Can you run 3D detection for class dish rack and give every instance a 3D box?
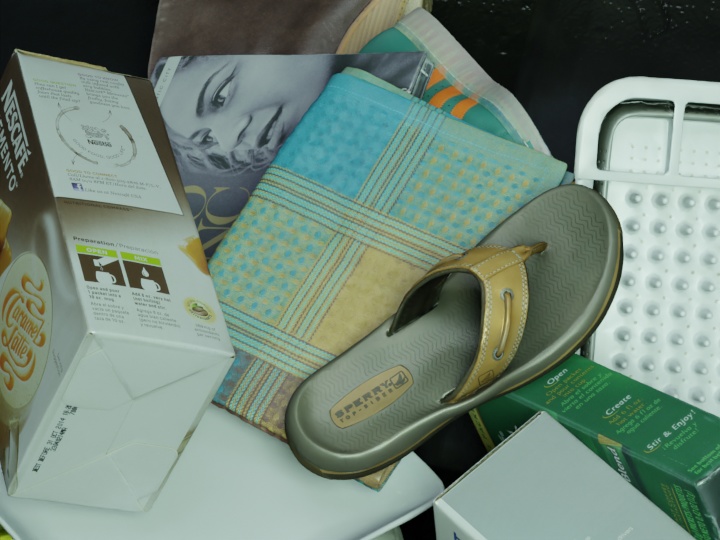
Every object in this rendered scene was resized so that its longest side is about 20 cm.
[{"bbox_3d":[0.190,0.003,1.359,0.170,0.044,0.202,4,93,-6],"label":"dish rack"}]

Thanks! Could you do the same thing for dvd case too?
[{"bbox_3d":[-0.064,-0.055,1.417,0.199,0.016,0.150,2,61,40],"label":"dvd case"}]

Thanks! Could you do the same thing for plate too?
[{"bbox_3d":[-0.092,0.100,1.278,0.199,0.032,0.199,-28,54,-31],"label":"plate"}]

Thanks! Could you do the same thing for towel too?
[{"bbox_3d":[0.000,0.000,1.311,0.146,0.022,0.201,26,69,17],"label":"towel"}]

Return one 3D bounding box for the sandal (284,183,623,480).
[{"bbox_3d":[0.045,0.024,1.249,0.199,0.055,0.082,-32,57,-8],"label":"sandal"}]

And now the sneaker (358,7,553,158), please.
[{"bbox_3d":[0.049,-0.069,1.420,0.080,0.072,0.200,-35,40,-4],"label":"sneaker"}]

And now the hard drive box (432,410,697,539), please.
[{"bbox_3d":[0.131,0.187,1.215,0.077,0.156,0.200,-37,57,-21],"label":"hard drive box"}]

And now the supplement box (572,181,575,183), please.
[{"bbox_3d":[0.083,0.002,1.412,0.198,0.069,0.067,-10,32,-5],"label":"supplement box"}]

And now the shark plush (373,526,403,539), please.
[{"bbox_3d":[-0.023,0.154,1.313,0.083,0.091,0.201,-13,51,35],"label":"shark plush"}]

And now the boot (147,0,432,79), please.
[{"bbox_3d":[-0.040,-0.166,1.555,0.165,0.073,0.201,4,56,5],"label":"boot"}]

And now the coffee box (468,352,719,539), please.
[{"bbox_3d":[0.133,0.107,1.254,0.044,0.123,0.200,-37,32,-19],"label":"coffee box"}]

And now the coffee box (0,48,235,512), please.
[{"bbox_3d":[-0.136,0.003,1.252,0.079,0.115,0.201,10,41,-29],"label":"coffee box"}]

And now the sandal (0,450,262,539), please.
[{"bbox_3d":[-0.104,0.145,1.328,0.199,0.079,0.088,-20,94,-23],"label":"sandal"}]
